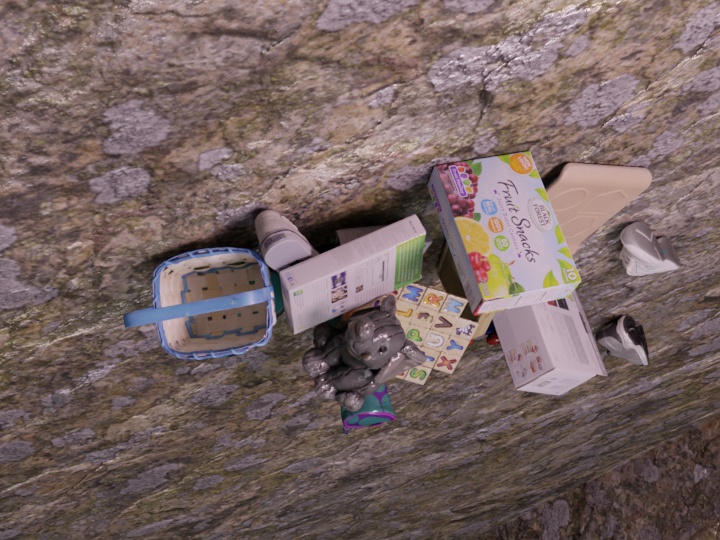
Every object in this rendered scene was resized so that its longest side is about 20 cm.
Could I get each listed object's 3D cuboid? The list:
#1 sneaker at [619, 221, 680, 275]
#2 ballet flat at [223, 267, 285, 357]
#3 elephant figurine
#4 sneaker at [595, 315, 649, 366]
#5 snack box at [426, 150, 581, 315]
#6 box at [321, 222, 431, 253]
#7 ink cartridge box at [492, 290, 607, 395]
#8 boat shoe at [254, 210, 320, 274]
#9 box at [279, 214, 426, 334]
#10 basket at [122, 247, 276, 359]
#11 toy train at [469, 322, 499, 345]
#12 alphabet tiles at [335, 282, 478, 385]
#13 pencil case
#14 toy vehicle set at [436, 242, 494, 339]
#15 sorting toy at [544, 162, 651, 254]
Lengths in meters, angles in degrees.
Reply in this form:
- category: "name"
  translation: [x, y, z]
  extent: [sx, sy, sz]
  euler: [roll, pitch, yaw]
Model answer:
- category: "sneaker"
  translation: [0.464, -0.024, 1.976]
  extent: [0.080, 0.071, 0.200]
  euler: [-26, 156, 24]
- category: "ballet flat"
  translation: [-0.145, 0.052, 1.725]
  extent: [0.073, 0.074, 0.200]
  euler: [5, 141, -42]
- category: "elephant figurine"
  translation: [0.022, 0.103, 1.639]
  extent: [0.141, 0.156, 0.200]
  euler: [36, 137, -13]
- category: "sneaker"
  translation: [0.528, 0.144, 2.396]
  extent: [0.079, 0.075, 0.200]
  euler: [-18, 152, 23]
- category: "snack box"
  translation: [0.184, -0.051, 1.554]
  extent: [0.141, 0.202, 0.053]
  euler: [-10, 155, -18]
- category: "box"
  translation: [0.000, 0.000, 1.725]
  extent: [0.143, 0.037, 0.200]
  euler: [-5, 152, -26]
- category: "ink cartridge box"
  translation: [0.299, 0.094, 1.946]
  extent: [0.084, 0.202, 0.175]
  euler: [-32, 151, 32]
- category: "boat shoe"
  translation: [-0.091, -0.021, 1.586]
  extent: [0.070, 0.070, 0.200]
  euler: [-29, 153, 6]
- category: "box"
  translation: [-0.009, 0.007, 1.596]
  extent: [0.198, 0.037, 0.145]
  euler: [-22, 156, -11]
- category: "basket"
  translation: [-0.195, 0.043, 1.530]
  extent: [0.174, 0.141, 0.200]
  euler: [-8, -175, 7]
- category: "toy train"
  translation: [0.204, 0.095, 2.043]
  extent: [0.198, 0.086, 0.116]
  euler: [-2, 162, -32]
- category: "alphabet tiles"
  translation: [0.065, 0.089, 1.750]
  extent: [0.198, 0.006, 0.167]
  euler: [17, 121, -15]
- category: "pencil case"
  translation: [-0.009, 0.143, 1.836]
  extent: [0.084, 0.202, 0.093]
  euler: [-16, 158, 5]
- category: "toy vehicle set"
  translation: [0.163, 0.005, 1.752]
  extent: [0.026, 0.125, 0.200]
  euler: [-19, 157, -15]
- category: "sorting toy"
  translation: [0.308, -0.092, 1.768]
  extent: [0.184, 0.037, 0.200]
  euler: [0, 146, -35]
